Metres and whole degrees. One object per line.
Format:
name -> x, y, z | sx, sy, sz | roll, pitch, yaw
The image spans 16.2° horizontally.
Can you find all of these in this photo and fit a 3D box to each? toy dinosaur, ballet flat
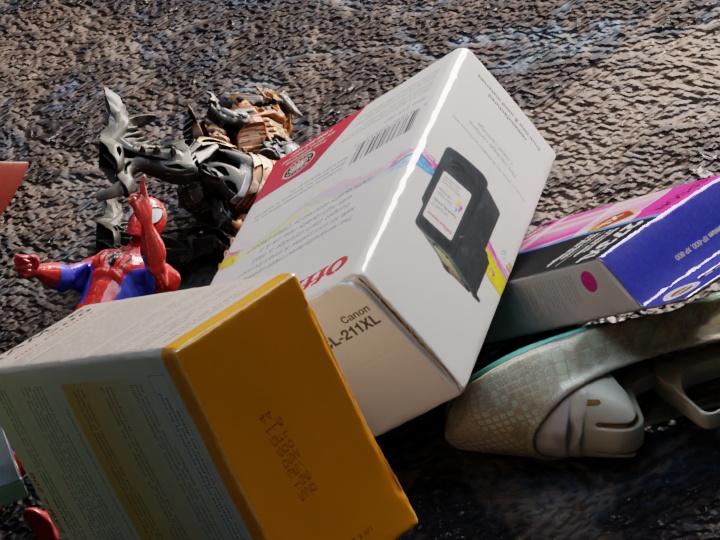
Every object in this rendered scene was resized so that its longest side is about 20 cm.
toy dinosaur -> -0.079, -0.046, 1.408 | 0.135, 0.103, 0.200 | 5, 16, -4
ballet flat -> 0.139, 0.055, 1.222 | 0.199, 0.068, 0.062 | -20, 48, -10

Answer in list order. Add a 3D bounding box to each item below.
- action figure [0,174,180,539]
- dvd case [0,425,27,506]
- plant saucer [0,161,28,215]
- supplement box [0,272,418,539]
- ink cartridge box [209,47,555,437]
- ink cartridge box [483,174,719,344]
action figure -> -0.146, 0.028, 1.270 | 0.065, 0.099, 0.201 | 8, 53, 22
dvd case -> -0.260, 0.050, 1.244 | 0.145, 0.022, 0.200 | -20, 57, -9
plant saucer -> -0.298, -0.029, 1.423 | 0.199, 0.037, 0.200 | -9, 2, 4
supplement box -> -0.077, 0.077, 1.132 | 0.073, 0.126, 0.200 | -33, 14, -31
ink cartridge box -> 0.000, 0.000, 1.272 | 0.145, 0.083, 0.200 | -29, 23, 35
ink cartridge box -> 0.123, -0.005, 1.251 | 0.095, 0.037, 0.200 | -32, 11, -32
